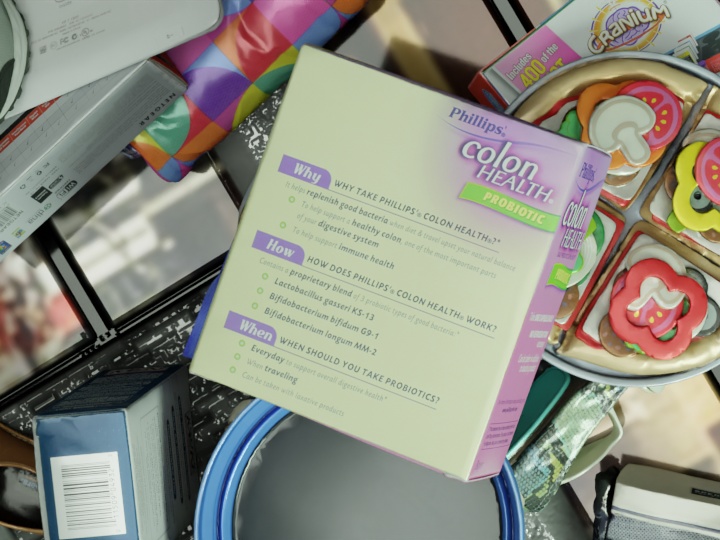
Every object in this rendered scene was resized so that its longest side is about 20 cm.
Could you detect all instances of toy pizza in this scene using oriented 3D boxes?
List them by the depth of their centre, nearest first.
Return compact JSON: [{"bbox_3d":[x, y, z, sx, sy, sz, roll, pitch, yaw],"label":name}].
[{"bbox_3d":[0.163,-0.032,1.589,0.199,0.032,0.202,0,85,-2],"label":"toy pizza"}]

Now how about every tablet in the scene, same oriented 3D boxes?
[{"bbox_3d":[-0.177,-0.169,1.633,0.199,0.014,0.131,-21,63,21],"label":"tablet"}]

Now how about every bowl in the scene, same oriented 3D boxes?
[{"bbox_3d":[0.001,0.155,1.609,0.199,0.039,0.202,0,88,11],"label":"bowl"}]

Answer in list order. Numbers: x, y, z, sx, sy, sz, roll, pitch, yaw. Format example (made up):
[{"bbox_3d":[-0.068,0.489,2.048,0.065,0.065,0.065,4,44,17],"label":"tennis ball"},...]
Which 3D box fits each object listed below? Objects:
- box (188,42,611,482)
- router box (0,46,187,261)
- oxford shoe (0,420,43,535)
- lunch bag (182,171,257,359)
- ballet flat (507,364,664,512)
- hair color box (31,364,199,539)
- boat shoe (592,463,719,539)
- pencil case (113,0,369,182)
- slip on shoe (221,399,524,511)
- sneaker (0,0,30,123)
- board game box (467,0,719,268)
[{"bbox_3d":[0.024,-0.004,1.537,0.175,0.097,0.201,20,94,14],"label":"box"},{"bbox_3d":[-0.229,-0.116,1.680,0.200,0.049,0.180,-41,57,10],"label":"router box"},{"bbox_3d":[-0.265,0.122,1.741,0.199,0.071,0.072,15,99,7],"label":"oxford shoe"},{"bbox_3d":[0.000,0.000,1.666,0.169,0.124,0.201,25,104,-1],"label":"lunch bag"},{"bbox_3d":[0.151,0.070,1.686,0.074,0.074,0.200,43,94,2],"label":"ballet flat"},{"bbox_3d":[-0.147,0.121,1.658,0.060,0.200,0.101,-5,95,7],"label":"hair color box"},{"bbox_3d":[0.238,0.188,1.685,0.199,0.075,0.093,13,104,14],"label":"boat shoe"},{"bbox_3d":[-0.080,-0.143,1.682,0.200,0.088,0.088,-42,89,7],"label":"pencil case"},{"bbox_3d":[0.002,0.136,1.666,0.199,0.076,0.061,16,61,16],"label":"slip on shoe"},{"bbox_3d":[-0.250,-0.177,1.613,0.074,0.079,0.201,-10,82,26],"label":"sneaker"},{"bbox_3d":[0.186,-0.085,1.643,0.153,0.040,0.200,-38,87,-14],"label":"board game box"}]
